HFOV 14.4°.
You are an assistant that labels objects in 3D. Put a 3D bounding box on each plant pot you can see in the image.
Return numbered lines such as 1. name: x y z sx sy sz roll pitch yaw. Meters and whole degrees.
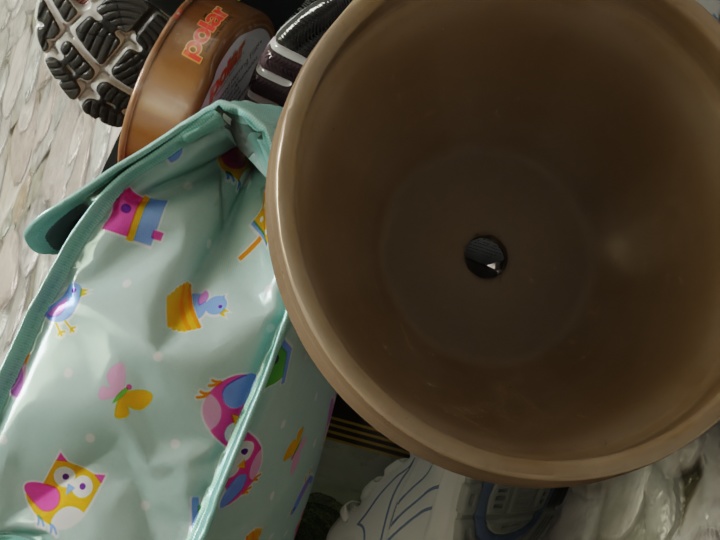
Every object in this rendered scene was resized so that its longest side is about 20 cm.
1. plant pot: 0.056 -0.014 1.062 0.093 0.200 0.202 134 148 -70

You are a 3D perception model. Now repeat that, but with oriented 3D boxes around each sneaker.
1. sneaker: -0.101 -0.117 1.556 0.077 0.200 0.085 -39 41 25
2. sneaker: 0.026 0.108 1.178 0.087 0.074 0.201 24 97 38
3. sneaker: -0.017 -0.087 1.463 0.200 0.075 0.116 -58 1 37

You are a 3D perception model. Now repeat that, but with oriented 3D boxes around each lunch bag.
1. lunch bag: -0.066 0.026 1.138 0.170 0.121 0.201 4 -74 -78

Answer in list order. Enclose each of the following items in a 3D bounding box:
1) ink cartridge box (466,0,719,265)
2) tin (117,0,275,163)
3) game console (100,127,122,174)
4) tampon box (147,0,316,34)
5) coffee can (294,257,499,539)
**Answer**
1. ink cartridge box: 0.073 -0.094 1.237 0.200 0.083 0.146 158 126 -66
2. tin: -0.084 -0.057 1.474 0.201 0.042 0.112 97 -163 -50
3. game console: -0.114 0.001 1.699 0.175 0.116 0.201 13 75 46
4. tampon box: -0.066 -0.219 1.498 0.150 0.200 0.127 -43 30 23
5. coffee can: -0.031 0.079 1.290 0.146 0.146 0.201 -173 99 -70
